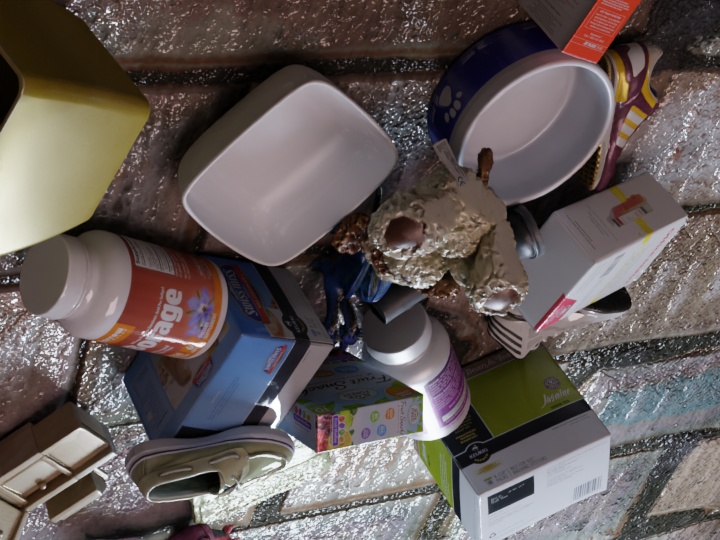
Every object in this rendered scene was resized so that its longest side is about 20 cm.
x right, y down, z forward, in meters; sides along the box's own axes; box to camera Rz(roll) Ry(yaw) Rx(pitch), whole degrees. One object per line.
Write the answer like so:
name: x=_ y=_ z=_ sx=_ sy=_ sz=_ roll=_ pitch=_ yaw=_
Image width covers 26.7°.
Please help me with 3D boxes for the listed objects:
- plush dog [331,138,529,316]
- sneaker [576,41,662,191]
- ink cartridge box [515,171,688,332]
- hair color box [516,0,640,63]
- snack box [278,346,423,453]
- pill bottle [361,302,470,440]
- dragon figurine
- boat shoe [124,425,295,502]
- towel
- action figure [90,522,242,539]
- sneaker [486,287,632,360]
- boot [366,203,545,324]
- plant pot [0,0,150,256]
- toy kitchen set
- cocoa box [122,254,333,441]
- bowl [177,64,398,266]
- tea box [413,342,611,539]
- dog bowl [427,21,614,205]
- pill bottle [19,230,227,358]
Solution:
plush dog: x=0.070 y=-0.040 z=1.621 sx=0.200 sy=0.161 sz=0.171 roll=31 pitch=143 yaw=-30
sneaker: x=0.304 y=-0.175 z=1.772 sx=0.090 sy=0.075 sz=0.201 roll=-14 pitch=139 yaw=-16
ink cartridge box: x=0.284 y=-0.025 z=1.853 sx=0.200 sy=0.084 sz=0.145 roll=-22 pitch=156 yaw=-42
hair color box: x=0.255 y=-0.325 z=1.554 sx=0.061 sy=0.102 sz=0.200 roll=9 pitch=126 yaw=-40
snack box: x=-0.037 y=0.148 z=1.773 sx=0.142 sy=0.200 sz=0.053 roll=-9 pitch=108 yaw=-28
pill bottle: x=0.065 y=0.118 z=1.884 sx=0.112 sy=0.112 sz=0.200 roll=-30 pitch=142 yaw=-5
dragon figurine: x=0.000 y=0.000 z=1.719 sx=0.059 sy=0.100 sz=0.200 roll=12 pitch=124 yaw=-43
boat shoe: x=-0.158 y=0.217 z=1.652 sx=0.199 sy=0.062 sz=0.072 roll=-4 pitch=136 yaw=-29
towel: x=-0.130 y=0.250 z=1.946 sx=0.199 sy=0.037 sz=0.149 roll=-22 pitch=142 yaw=-15
action figure: x=-0.249 y=0.369 z=1.966 sx=0.199 sy=0.134 sz=0.150 roll=-27 pitch=102 yaw=-27
sneaker: x=0.253 y=0.059 z=2.004 sx=0.200 sy=0.076 sz=0.116 roll=0 pitch=141 yaw=-25
boot: x=0.101 y=-0.006 z=1.756 sx=0.199 sy=0.165 sz=0.066 roll=-26 pitch=97 yaw=-8
plant pot: x=-0.302 y=-0.135 z=1.295 sx=0.176 sy=0.200 sz=0.200 roll=-1 pitch=133 yaw=-50
toy kitchen set: x=-0.342 y=0.294 z=1.721 sx=0.200 sy=0.181 sz=0.163 roll=-34 pitch=144 yaw=7
cocoa box: x=-0.151 y=0.104 z=1.693 sx=0.131 sy=0.134 sz=0.200 roll=10 pitch=125 yaw=-40
bowl: x=-0.082 y=-0.114 z=1.559 sx=0.200 sy=0.075 sz=0.200 roll=-41 pitch=142 yaw=8
tea box: x=0.197 y=0.226 z=2.025 sx=0.199 sy=0.197 sz=0.134 roll=-22 pitch=140 yaw=-14
dog bowl: x=0.177 y=-0.172 z=1.680 sx=0.199 sy=0.079 sz=0.201 roll=-20 pitch=141 yaw=-17
pill bottle: x=-0.243 y=0.022 z=1.558 sx=0.199 sy=0.112 sz=0.112 roll=15 pitch=121 yaw=-44
